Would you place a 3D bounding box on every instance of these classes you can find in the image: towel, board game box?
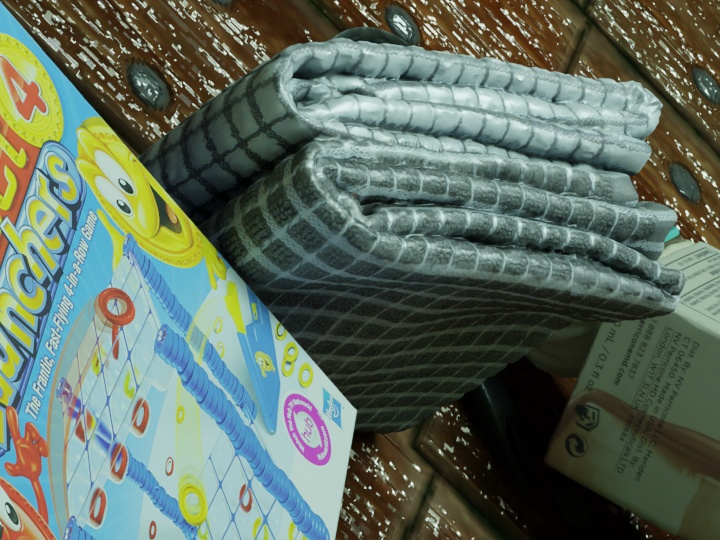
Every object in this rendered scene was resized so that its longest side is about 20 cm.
[{"bbox_3d":[0.000,0.000,1.046,0.199,0.165,0.086,6,59,-42],"label":"towel"},{"bbox_3d":[-0.089,0.051,0.873,0.196,0.056,0.200,50,29,-27],"label":"board game box"}]

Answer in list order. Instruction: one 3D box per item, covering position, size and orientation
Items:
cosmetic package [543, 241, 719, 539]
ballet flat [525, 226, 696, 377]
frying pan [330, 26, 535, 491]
[{"bbox_3d":[0.187,0.076,1.157,0.200,0.088,0.103,28,20,21],"label":"cosmetic package"},{"bbox_3d":[0.099,0.014,1.232,0.070,0.069,0.200,63,24,12],"label":"ballet flat"},{"bbox_3d":[0.030,-0.012,1.214,0.190,0.031,0.115,57,38,-19],"label":"frying pan"}]
